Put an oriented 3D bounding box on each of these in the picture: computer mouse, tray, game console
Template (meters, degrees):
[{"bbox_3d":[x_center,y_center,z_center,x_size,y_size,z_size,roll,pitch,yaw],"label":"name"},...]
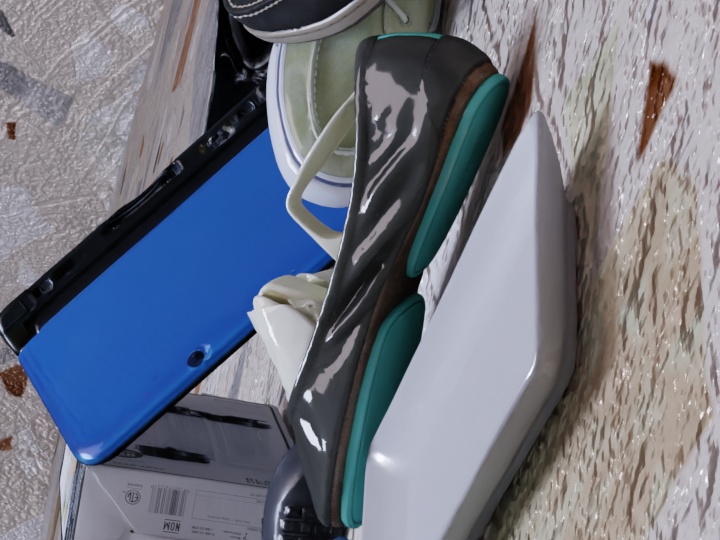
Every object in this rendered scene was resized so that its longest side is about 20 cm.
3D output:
[{"bbox_3d":[-0.041,0.164,0.995,0.059,0.034,0.201,-127,50,-76],"label":"computer mouse"},{"bbox_3d":[0.035,0.051,0.739,0.200,0.022,0.108,113,166,-48],"label":"tray"},{"bbox_3d":[-0.067,0.008,1.091,0.200,0.118,0.171,-41,-19,0],"label":"game console"}]

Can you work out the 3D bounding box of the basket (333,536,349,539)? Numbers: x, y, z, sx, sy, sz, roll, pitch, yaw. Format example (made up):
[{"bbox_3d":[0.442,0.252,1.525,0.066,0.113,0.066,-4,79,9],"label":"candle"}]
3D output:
[{"bbox_3d":[-0.068,0.207,0.842,0.200,0.139,0.177,-32,-33,-53],"label":"basket"}]

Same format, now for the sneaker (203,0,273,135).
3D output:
[{"bbox_3d":[-0.029,-0.163,1.153,0.104,0.060,0.201,-30,-42,-55],"label":"sneaker"}]

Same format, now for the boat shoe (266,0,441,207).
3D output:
[{"bbox_3d":[0.004,-0.127,1.004,0.062,0.072,0.201,120,163,-66],"label":"boat shoe"}]

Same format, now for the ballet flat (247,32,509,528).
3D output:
[{"bbox_3d":[0.000,0.000,0.858,0.068,0.068,0.201,-20,-50,-66],"label":"ballet flat"}]

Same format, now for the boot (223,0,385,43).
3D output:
[{"bbox_3d":[-0.037,-0.166,0.902,0.200,0.150,0.074,-18,58,53],"label":"boot"}]

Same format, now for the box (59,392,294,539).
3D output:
[{"bbox_3d":[-0.091,0.110,1.117,0.200,0.116,0.060,-133,53,-77],"label":"box"}]
